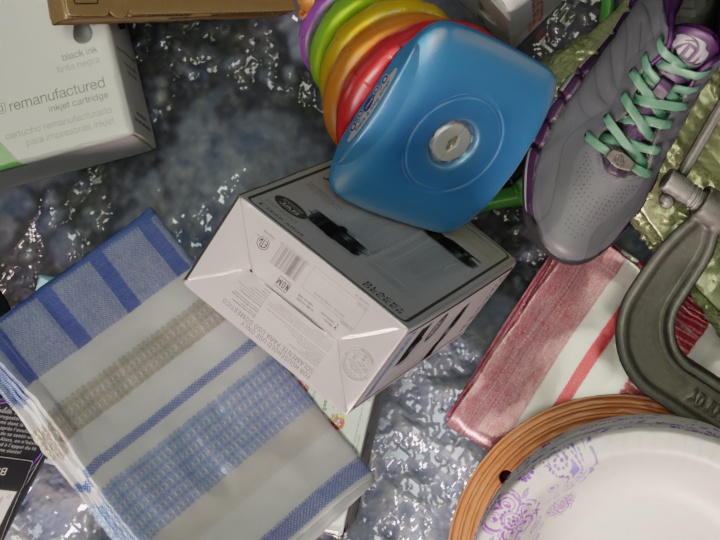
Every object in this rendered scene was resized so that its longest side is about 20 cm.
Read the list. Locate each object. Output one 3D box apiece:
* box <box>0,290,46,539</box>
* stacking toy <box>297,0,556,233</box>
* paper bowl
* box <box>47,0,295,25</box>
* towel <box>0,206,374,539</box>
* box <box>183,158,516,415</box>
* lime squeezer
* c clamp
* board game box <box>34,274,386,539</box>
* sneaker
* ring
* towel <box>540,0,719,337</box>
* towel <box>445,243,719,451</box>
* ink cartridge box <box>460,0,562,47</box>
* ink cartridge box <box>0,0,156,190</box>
[{"bbox_3d":[-0.262,0.052,1.183,0.106,0.122,0.200,-60,40,20],"label":"box"},{"bbox_3d":[0.009,-0.125,1.216,0.116,0.109,0.200,-55,41,19],"label":"stacking toy"},{"bbox_3d":[0.157,0.179,1.180,0.200,0.104,0.202,0,92,7],"label":"paper bowl"},{"bbox_3d":[-0.121,-0.243,1.244,0.163,0.021,0.201,-7,85,-39],"label":"box"},{"bbox_3d":[-0.096,0.077,1.133,0.147,0.024,0.200,-38,88,-36],"label":"towel"},{"bbox_3d":[0.000,0.000,1.178,0.116,0.200,0.060,38,111,9],"label":"box"},{"bbox_3d":[0.111,-0.081,1.268,0.200,0.038,0.071,-52,53,1],"label":"lime squeezer"},{"bbox_3d":[0.233,0.019,1.207,0.200,0.027,0.171,39,87,-11],"label":"c clamp"},{"bbox_3d":[-0.091,0.075,1.236,0.199,0.103,0.105,14,90,4],"label":"board game box"},{"bbox_3d":[0.151,-0.098,1.162,0.074,0.088,0.201,27,83,-7],"label":"sneaker"},{"bbox_3d":[0.149,0.171,1.242,0.199,0.019,0.202,0,92,7],"label":"ring"},{"bbox_3d":[0.204,-0.075,1.232,0.148,0.036,0.200,-41,93,-9],"label":"towel"},{"bbox_3d":[0.169,0.083,1.257,0.200,0.023,0.144,33,91,5],"label":"towel"},{"bbox_3d":[0.126,-0.231,1.211,0.200,0.145,0.084,-45,84,2],"label":"ink cartridge box"},{"bbox_3d":[-0.218,-0.153,1.265,0.145,0.084,0.201,-15,86,3],"label":"ink cartridge box"}]
